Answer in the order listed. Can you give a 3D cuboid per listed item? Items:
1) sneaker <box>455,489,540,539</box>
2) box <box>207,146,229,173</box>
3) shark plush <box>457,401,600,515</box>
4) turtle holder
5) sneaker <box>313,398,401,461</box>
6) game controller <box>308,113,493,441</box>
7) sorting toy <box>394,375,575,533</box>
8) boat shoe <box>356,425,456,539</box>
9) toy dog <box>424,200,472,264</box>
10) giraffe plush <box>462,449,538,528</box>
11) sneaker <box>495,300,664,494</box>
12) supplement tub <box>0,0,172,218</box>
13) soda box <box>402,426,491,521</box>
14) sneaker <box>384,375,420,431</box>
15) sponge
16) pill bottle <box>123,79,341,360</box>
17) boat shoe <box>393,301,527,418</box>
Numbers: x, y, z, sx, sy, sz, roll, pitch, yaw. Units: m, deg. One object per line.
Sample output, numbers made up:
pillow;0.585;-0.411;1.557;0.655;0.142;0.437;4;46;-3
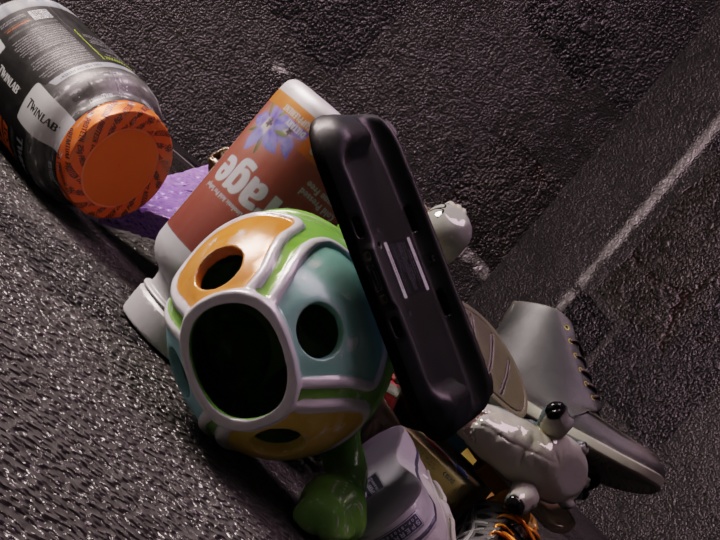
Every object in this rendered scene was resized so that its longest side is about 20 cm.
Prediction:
sneaker;0.103;0.218;0.965;0.078;0.077;0.200;43;3;-5
box;-0.071;0.021;1.026;0.163;0.021;0.202;44;-33;28
shark plush;0.147;0.146;1.027;0.083;0.092;0.199;18;1;39
turtle holder;-0.053;0.060;0.754;0.139;0.189;0.132;8;10;13
sneaker;-0.020;0.107;0.953;0.071;0.075;0.200;55;-3;16
game controller;0.023;0.000;0.750;0.104;0.042;0.203;-16;84;-61
sorting toy;0.102;0.151;1.138;0.200;0.037;0.185;44;4;-3
boat shoe;0.026;0.159;0.832;0.066;0.072;0.200;56;-6;-9
toy dog;0.000;0.000;1.069;0.096;0.201;0.132;37;14;-12
giraffe plush;0.163;0.199;1.353;0.172;0.163;0.200;42;2;28
sneaker;0.190;0.105;1.090;0.198;0.107;0.075;30;-20;17
supplement tub;-0.245;-0.135;1.050;0.200;0.123;0.122;43;2;40
soda box;0.059;0.183;1.060;0.068;0.064;0.200;42;2;17
sneaker;0.002;0.100;1.156;0.200;0.074;0.086;42;-28;-19
sponge;-0.142;-0.061;1.161;0.110;0.030;0.200;16;20;21
pill bottle;-0.071;-0.023;0.879;0.112;0.201;0.112;40;1;-1
boat shoe;0.055;0.060;1.018;0.200;0.068;0.075;43;35;-22
